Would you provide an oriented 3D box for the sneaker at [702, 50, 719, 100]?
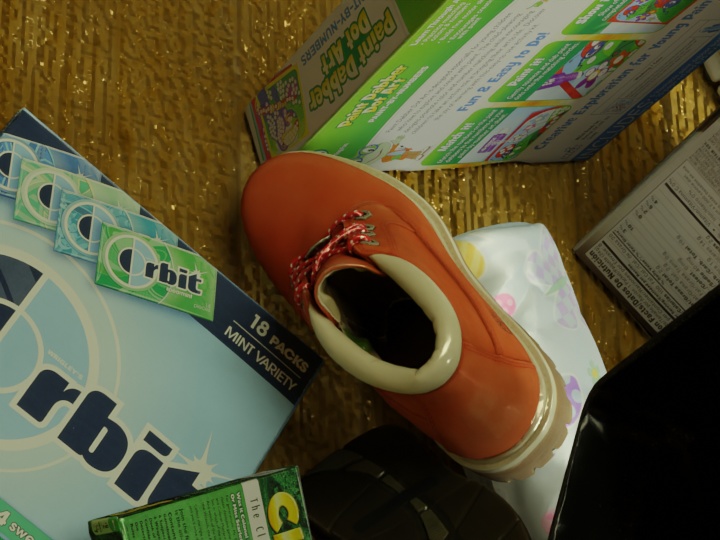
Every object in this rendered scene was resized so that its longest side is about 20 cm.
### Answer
[{"bbox_3d":[0.201,-0.175,1.324,0.078,0.090,0.201,-27,80,-37],"label":"sneaker"}]

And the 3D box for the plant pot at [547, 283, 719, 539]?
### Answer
[{"bbox_3d":[0.171,0.133,0.889,0.176,0.200,0.201,23,65,-10],"label":"plant pot"}]

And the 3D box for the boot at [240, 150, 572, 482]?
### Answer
[{"bbox_3d":[0.000,0.000,1.053,0.200,0.075,0.107,43,7,38],"label":"boot"}]

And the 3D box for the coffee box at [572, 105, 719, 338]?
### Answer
[{"bbox_3d":[0.203,-0.054,1.190,0.080,0.200,0.113,47,52,3],"label":"coffee box"}]

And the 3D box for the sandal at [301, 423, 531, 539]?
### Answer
[{"bbox_3d":[0.024,0.123,1.018,0.081,0.200,0.055,-31,112,-9],"label":"sandal"}]

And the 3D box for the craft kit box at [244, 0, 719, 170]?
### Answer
[{"bbox_3d":[0.076,-0.107,1.141,0.196,0.200,0.049,-8,69,-36],"label":"craft kit box"}]

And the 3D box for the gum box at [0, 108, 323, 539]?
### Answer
[{"bbox_3d":[-0.130,0.059,1.013,0.170,0.045,0.200,40,51,-8],"label":"gum box"}]

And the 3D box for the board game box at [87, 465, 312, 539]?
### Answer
[{"bbox_3d":[-0.043,0.185,0.976,0.104,0.023,0.202,-10,88,-47],"label":"board game box"}]

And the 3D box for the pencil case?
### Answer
[{"bbox_3d":[0.079,0.078,1.117,0.090,0.083,0.201,-9,71,-47],"label":"pencil case"}]
